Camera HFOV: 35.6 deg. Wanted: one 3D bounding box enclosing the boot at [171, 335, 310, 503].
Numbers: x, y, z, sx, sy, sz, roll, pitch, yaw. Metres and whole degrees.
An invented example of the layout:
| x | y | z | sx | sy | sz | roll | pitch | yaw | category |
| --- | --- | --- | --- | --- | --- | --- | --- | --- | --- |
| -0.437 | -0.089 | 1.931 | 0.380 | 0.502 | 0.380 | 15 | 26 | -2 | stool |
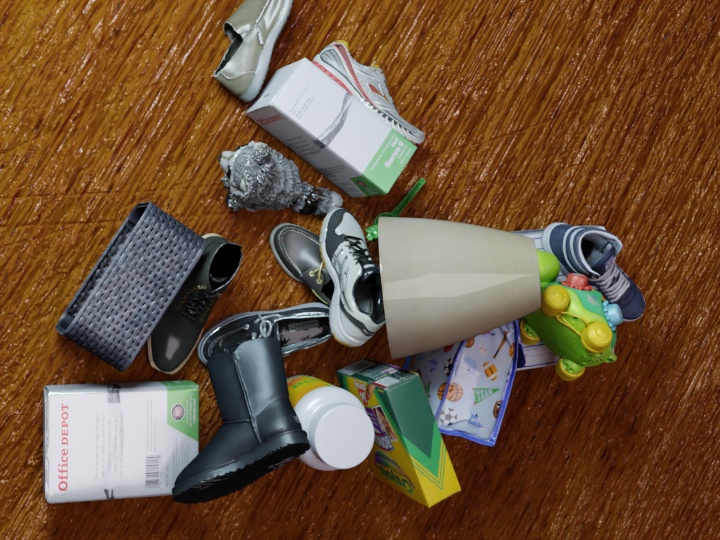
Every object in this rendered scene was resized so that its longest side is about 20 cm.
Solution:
| x | y | z | sx | sy | sz | roll | pitch | yaw | category |
| --- | --- | --- | --- | --- | --- | --- | --- | --- | --- |
| -0.171 | 0.192 | 1.459 | 0.200 | 0.076 | 0.169 | -29 | 60 | 12 | boot |

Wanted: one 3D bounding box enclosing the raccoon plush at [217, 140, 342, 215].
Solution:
| x | y | z | sx | sy | sz | roll | pitch | yaw | category |
| --- | --- | --- | --- | --- | --- | --- | --- | --- | --- |
| -0.100 | -0.128 | 1.523 | 0.199 | 0.134 | 0.097 | 2 | 90 | -20 | raccoon plush |

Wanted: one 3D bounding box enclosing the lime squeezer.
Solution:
| x | y | z | sx | sy | sz | roll | pitch | yaw | category |
| --- | --- | --- | --- | --- | --- | --- | --- | --- | --- |
| 0.039 | -0.064 | 1.599 | 0.038 | 0.071 | 0.200 | 52 | 36 | -6 | lime squeezer |

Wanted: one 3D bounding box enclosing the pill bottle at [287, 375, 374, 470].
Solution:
| x | y | z | sx | sy | sz | roll | pitch | yaw | category |
| --- | --- | --- | --- | --- | --- | --- | --- | --- | --- |
| -0.054 | 0.208 | 1.517 | 0.111 | 0.200 | 0.112 | -1 | 92 | -20 | pill bottle |

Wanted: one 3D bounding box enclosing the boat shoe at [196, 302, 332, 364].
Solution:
| x | y | z | sx | sy | sz | roll | pitch | yaw | category |
| --- | --- | --- | --- | --- | --- | --- | --- | --- | --- |
| -0.126 | 0.094 | 1.546 | 0.198 | 0.068 | 0.074 | -9 | 99 | -9 | boat shoe |

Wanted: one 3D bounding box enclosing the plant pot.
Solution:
| x | y | z | sx | sy | sz | roll | pitch | yaw | category |
| --- | --- | --- | --- | --- | --- | --- | --- | --- | --- |
| 0.131 | 0.015 | 1.466 | 0.199 | 0.187 | 0.188 | -5 | 94 | 4 | plant pot |

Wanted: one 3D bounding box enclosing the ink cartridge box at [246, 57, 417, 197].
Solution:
| x | y | z | sx | sy | sz | roll | pitch | yaw | category |
| --- | --- | --- | --- | --- | --- | --- | --- | --- | --- |
| -0.042 | -0.192 | 1.536 | 0.200 | 0.146 | 0.084 | 37 | 80 | -18 | ink cartridge box |

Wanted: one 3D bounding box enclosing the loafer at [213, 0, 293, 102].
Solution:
| x | y | z | sx | sy | sz | roll | pitch | yaw | category |
| --- | --- | --- | --- | --- | --- | --- | --- | --- | --- |
| -0.147 | -0.334 | 1.530 | 0.069 | 0.075 | 0.201 | 19 | 86 | -24 | loafer |

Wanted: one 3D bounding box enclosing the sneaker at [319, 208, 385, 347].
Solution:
| x | y | z | sx | sy | sz | roll | pitch | yaw | category |
| --- | --- | --- | --- | --- | --- | --- | --- | --- | --- |
| 0.000 | 0.000 | 1.529 | 0.075 | 0.088 | 0.201 | 4 | 66 | -34 | sneaker |

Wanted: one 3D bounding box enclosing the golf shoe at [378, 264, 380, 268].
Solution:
| x | y | z | sx | sy | sz | roll | pitch | yaw | category |
| --- | --- | --- | --- | --- | --- | --- | --- | --- | --- |
| 0.125 | 0.006 | 1.596 | 0.199 | 0.092 | 0.073 | -2 | 77 | 18 | golf shoe |

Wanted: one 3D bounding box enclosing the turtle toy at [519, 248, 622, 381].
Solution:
| x | y | z | sx | sy | sz | roll | pitch | yaw | category |
| --- | --- | --- | --- | --- | --- | --- | --- | --- | --- |
| 0.283 | 0.053 | 1.561 | 0.200 | 0.146 | 0.101 | 43 | 64 | 10 | turtle toy |

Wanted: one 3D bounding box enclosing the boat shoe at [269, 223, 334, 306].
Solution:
| x | y | z | sx | sy | sz | roll | pitch | yaw | category |
| --- | --- | --- | --- | --- | --- | --- | --- | --- | --- |
| -0.043 | 0.007 | 1.588 | 0.201 | 0.061 | 0.072 | 43 | 79 | -16 | boat shoe |

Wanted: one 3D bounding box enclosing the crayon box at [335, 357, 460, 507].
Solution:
| x | y | z | sx | sy | sz | roll | pitch | yaw | category |
| --- | --- | --- | --- | --- | --- | --- | --- | --- | --- |
| 0.048 | 0.220 | 1.555 | 0.058 | 0.200 | 0.173 | -22 | 99 | -18 | crayon box |

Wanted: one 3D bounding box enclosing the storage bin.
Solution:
| x | y | z | sx | sy | sz | roll | pitch | yaw | category |
| --- | --- | --- | --- | --- | --- | --- | --- | --- | --- |
| -0.298 | 0.019 | 1.454 | 0.094 | 0.135 | 0.200 | 36 | 80 | -17 | storage bin |

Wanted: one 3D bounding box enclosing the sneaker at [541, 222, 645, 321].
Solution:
| x | y | z | sx | sy | sz | roll | pitch | yaw | category |
| --- | --- | --- | --- | --- | --- | --- | --- | --- | --- |
| 0.353 | 0.007 | 1.600 | 0.200 | 0.108 | 0.070 | 41 | 79 | -17 | sneaker |

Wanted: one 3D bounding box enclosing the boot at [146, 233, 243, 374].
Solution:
| x | y | z | sx | sy | sz | roll | pitch | yaw | category |
| --- | --- | --- | --- | --- | --- | --- | --- | --- | --- |
| -0.221 | 0.045 | 1.483 | 0.077 | 0.138 | 0.201 | 20 | 86 | -20 | boot |

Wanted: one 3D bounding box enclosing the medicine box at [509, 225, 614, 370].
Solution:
| x | y | z | sx | sy | sz | roll | pitch | yaw | category |
| --- | --- | --- | --- | --- | --- | --- | --- | --- | --- |
| 0.272 | 0.040 | 1.683 | 0.181 | 0.103 | 0.201 | -6 | 94 | -20 | medicine box |

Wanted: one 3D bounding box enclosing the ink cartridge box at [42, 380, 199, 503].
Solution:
| x | y | z | sx | sy | sz | roll | pitch | yaw | category |
| --- | --- | --- | --- | --- | --- | --- | --- | --- | --- |
| -0.318 | 0.222 | 1.481 | 0.199 | 0.084 | 0.147 | 1 | 91 | -20 | ink cartridge box |

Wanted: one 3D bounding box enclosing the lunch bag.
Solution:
| x | y | z | sx | sy | sz | roll | pitch | yaw | category |
| --- | --- | --- | --- | --- | --- | --- | --- | --- | --- |
| 0.146 | 0.133 | 1.604 | 0.123 | 0.170 | 0.201 | 17 | 85 | -22 | lunch bag |

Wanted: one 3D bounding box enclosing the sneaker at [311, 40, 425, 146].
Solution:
| x | y | z | sx | sy | sz | roll | pitch | yaw | category |
| --- | --- | --- | --- | --- | --- | --- | --- | --- | --- |
| 0.019 | -0.248 | 1.594 | 0.200 | 0.078 | 0.082 | 40 | 78 | -17 | sneaker |
